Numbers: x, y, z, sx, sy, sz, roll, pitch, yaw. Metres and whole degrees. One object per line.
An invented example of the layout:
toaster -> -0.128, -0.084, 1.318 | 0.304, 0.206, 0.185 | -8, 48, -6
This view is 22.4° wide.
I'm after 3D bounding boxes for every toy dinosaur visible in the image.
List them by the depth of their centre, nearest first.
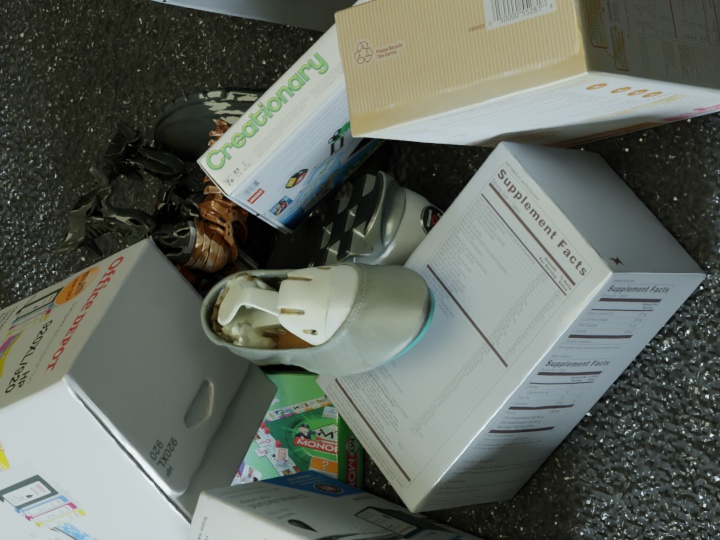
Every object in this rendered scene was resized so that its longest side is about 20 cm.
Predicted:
toy dinosaur -> -0.122, -0.036, 1.248 | 0.135, 0.102, 0.201 | 26, 118, -3

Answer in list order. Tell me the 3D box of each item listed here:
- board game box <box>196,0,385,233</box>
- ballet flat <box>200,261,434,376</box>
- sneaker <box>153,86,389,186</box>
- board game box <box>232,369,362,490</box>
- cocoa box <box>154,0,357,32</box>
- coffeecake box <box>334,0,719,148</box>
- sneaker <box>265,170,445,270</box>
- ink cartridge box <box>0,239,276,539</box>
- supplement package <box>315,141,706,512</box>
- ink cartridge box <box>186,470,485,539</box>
board game box -> -0.001, -0.112, 1.109 | 0.200, 0.126, 0.035 | -44, 74, 3
ballet flat -> -0.035, 0.027, 1.091 | 0.200, 0.063, 0.068 | -8, 63, 57
sneaker -> -0.064, -0.083, 1.238 | 0.199, 0.076, 0.091 | -5, 91, 39
board game box -> -0.084, 0.136, 1.279 | 0.199, 0.029, 0.136 | 1, 89, 38
cocoa box -> -0.086, -0.236, 1.173 | 0.133, 0.199, 0.132 | 21, 102, 37
coffeecake box -> 0.109, -0.119, 1.019 | 0.153, 0.199, 0.074 | -12, 83, 37
sneaker -> 0.000, 0.000, 1.189 | 0.200, 0.088, 0.075 | -22, 50, 60
ink cartridge box -> -0.188, 0.103, 1.210 | 0.199, 0.148, 0.145 | -24, 117, 34
supplement package -> 0.088, 0.035, 1.092 | 0.200, 0.109, 0.114 | -52, 60, 26
ink cartridge box -> 0.009, 0.199, 1.112 | 0.199, 0.146, 0.086 | 17, 98, 26
